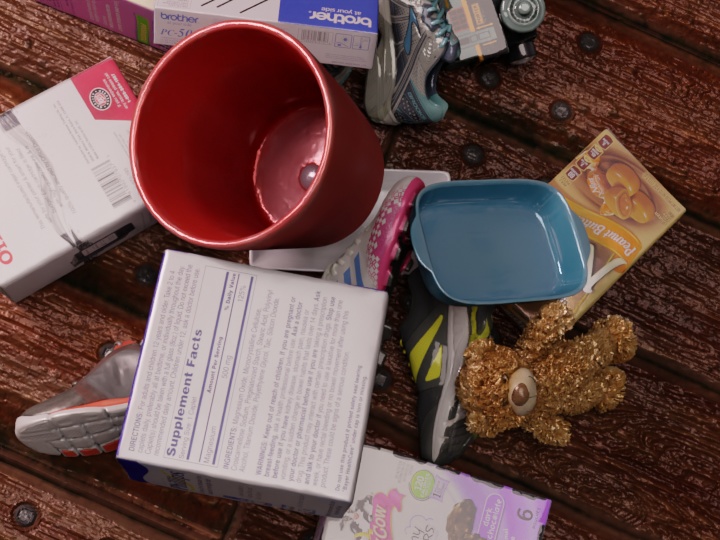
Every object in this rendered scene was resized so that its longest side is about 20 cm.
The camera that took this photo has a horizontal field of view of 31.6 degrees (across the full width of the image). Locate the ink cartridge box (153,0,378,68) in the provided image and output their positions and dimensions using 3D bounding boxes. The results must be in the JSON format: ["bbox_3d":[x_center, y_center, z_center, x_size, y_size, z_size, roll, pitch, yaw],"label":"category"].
[{"bbox_3d":[-0.083,-0.240,1.159,0.199,0.044,0.094,6,48,-5],"label":"ink cartridge box"}]

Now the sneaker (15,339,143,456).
[{"bbox_3d":[-0.224,0.110,1.186,0.199,0.077,0.082,-15,55,-12],"label":"sneaker"}]

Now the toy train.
[{"bbox_3d":[0.112,-0.298,1.287,0.113,0.085,0.201,-18,94,-4],"label":"toy train"}]

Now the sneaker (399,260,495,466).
[{"bbox_3d":[0.077,0.086,1.224,0.084,0.074,0.201,9,91,35],"label":"sneaker"}]

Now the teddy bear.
[{"bbox_3d":[0.184,0.101,1.188,0.199,0.067,0.146,13,112,-40],"label":"teddy bear"}]

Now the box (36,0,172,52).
[{"bbox_3d":[-0.204,-0.326,1.256,0.199,0.097,0.177,20,76,-1],"label":"box"}]

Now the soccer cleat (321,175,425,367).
[{"bbox_3d":[0.000,0.000,1.203,0.086,0.070,0.201,19,95,21],"label":"soccer cleat"}]

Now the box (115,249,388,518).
[{"bbox_3d":[-0.090,0.100,1.096,0.199,0.105,0.185,11,72,-1],"label":"box"}]

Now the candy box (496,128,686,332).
[{"bbox_3d":[0.212,-0.030,1.264,0.200,0.055,0.115,-43,84,-14],"label":"candy box"}]

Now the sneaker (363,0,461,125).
[{"bbox_3d":[0.061,-0.239,1.244,0.086,0.078,0.201,11,112,20],"label":"sneaker"}]

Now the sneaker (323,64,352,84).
[{"bbox_3d":[-0.005,-0.277,1.267,0.077,0.086,0.201,20,75,-1],"label":"sneaker"}]

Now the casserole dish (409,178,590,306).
[{"bbox_3d":[0.124,-0.022,1.175,0.199,0.039,0.122,-4,71,-30],"label":"casserole dish"}]

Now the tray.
[{"bbox_3d":[-0.009,-0.048,1.259,0.199,0.022,0.108,2,79,-7],"label":"tray"}]

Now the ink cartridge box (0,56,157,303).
[{"bbox_3d":[-0.283,-0.083,1.201,0.199,0.083,0.146,-31,83,-12],"label":"ink cartridge box"}]

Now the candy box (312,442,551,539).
[{"bbox_3d":[0.055,0.265,1.174,0.199,0.072,0.169,17,77,-3],"label":"candy box"}]

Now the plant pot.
[{"bbox_3d":[-0.076,-0.102,1.137,0.199,0.177,0.202,-4,80,24],"label":"plant pot"}]
